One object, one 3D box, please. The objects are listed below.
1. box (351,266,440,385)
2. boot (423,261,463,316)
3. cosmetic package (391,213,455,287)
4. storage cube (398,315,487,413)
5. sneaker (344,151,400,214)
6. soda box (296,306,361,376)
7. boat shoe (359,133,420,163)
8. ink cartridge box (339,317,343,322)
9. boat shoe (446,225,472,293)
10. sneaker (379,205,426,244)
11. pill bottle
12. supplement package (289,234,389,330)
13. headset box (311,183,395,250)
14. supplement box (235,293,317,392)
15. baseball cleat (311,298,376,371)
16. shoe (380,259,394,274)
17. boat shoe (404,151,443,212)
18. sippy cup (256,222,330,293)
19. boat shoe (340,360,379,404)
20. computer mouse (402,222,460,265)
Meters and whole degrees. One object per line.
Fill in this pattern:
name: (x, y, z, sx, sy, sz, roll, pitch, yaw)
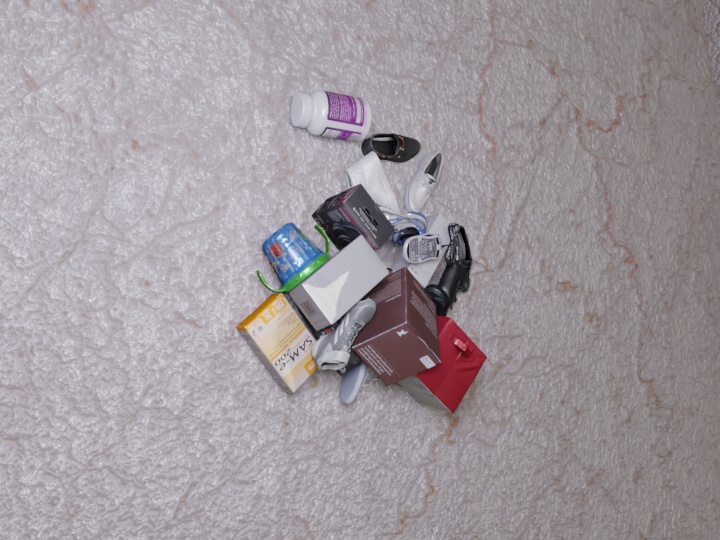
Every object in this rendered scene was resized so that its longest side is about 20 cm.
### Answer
box: (0.090, 0.138, 1.508, 0.167, 0.162, 0.203, 49, 27, -31)
boot: (0.232, 0.046, 1.663, 0.165, 0.072, 0.200, -60, 156, -23)
cosmetic package: (0.171, -0.053, 1.672, 0.081, 0.112, 0.202, 41, 68, -19)
storage cube: (0.195, 0.244, 1.608, 0.171, 0.199, 0.181, 44, 71, -21)
sneaker: (0.027, -0.204, 1.633, 0.114, 0.073, 0.203, -30, 107, -13)
soda box: (-0.077, 0.155, 1.497, 0.070, 0.063, 0.202, -33, 92, -3)
boat shoe: (0.094, -0.344, 1.684, 0.197, 0.063, 0.076, -7, 86, -33)
ink cartridge box: (-0.052, 0.088, 1.568, 0.093, 0.037, 0.206, -4, 89, -31)
boat shoe: (0.298, -0.036, 1.771, 0.073, 0.066, 0.205, -3, 87, -31)
sneaker: (0.087, -0.115, 1.608, 0.194, 0.078, 0.087, 1, 47, -7)
pill bottle: (-0.077, -0.402, 1.557, 0.196, 0.111, 0.116, 2, 84, -31)
supplement package: (-0.050, 0.030, 1.428, 0.199, 0.117, 0.118, -40, 94, -25)
headset box: (-0.015, -0.122, 1.514, 0.077, 0.198, 0.150, -47, 108, -25)
supplement box: (-0.188, 0.174, 1.453, 0.126, 0.073, 0.202, -43, 107, -26)
baseball cleat: (-0.028, 0.160, 1.409, 0.200, 0.107, 0.069, -44, 132, 14)
shoe: (0.000, 0.000, 1.547, 0.196, 0.053, 0.072, -4, 110, -33)
boat shoe: (0.188, -0.254, 1.727, 0.071, 0.065, 0.203, 36, 68, -23)
sippy cup: (-0.167, -0.039, 1.463, 0.132, 0.139, 0.178, 53, 37, -4)
boat shoe: (0.014, 0.260, 1.574, 0.085, 0.074, 0.206, 33, 60, -27)
computer mouse: (0.182, -0.065, 1.591, 0.196, 0.044, 0.113, -6, 101, -32)
